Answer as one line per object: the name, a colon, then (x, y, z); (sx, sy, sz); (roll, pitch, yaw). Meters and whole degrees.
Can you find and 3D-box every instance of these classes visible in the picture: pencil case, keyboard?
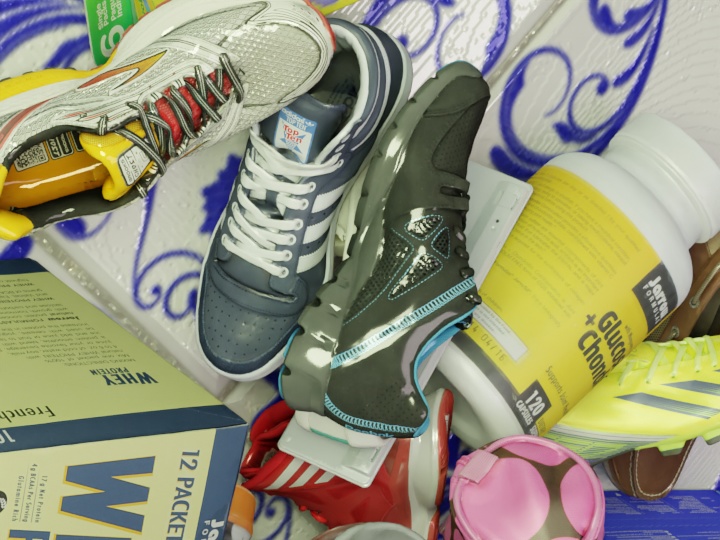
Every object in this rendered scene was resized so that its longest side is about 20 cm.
pencil case: (0.086, 0.149, 1.627); (0.091, 0.094, 0.200); (-40, 167, -13)
keyboard: (0.025, 0.024, 1.583); (0.200, 0.056, 0.011); (-60, 156, -21)

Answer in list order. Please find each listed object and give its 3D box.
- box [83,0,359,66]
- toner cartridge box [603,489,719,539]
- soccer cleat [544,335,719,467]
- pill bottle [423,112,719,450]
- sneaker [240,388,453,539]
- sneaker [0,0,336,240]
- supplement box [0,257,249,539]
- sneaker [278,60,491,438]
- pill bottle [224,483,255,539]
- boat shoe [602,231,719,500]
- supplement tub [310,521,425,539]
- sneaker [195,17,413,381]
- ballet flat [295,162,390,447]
box: (-0.051, -0.177, 1.448); (0.200, 0.048, 0.118); (-25, 128, -26)
toner cartridge box: (0.181, 0.176, 1.814); (0.200, 0.095, 0.043); (3, 112, -41)
soccer cleat: (0.164, 0.067, 1.712); (0.200, 0.065, 0.084); (-21, 102, 5)
pill bottle: (0.116, 0.005, 1.647); (0.200, 0.112, 0.112); (-43, 134, -13)
sneaker: (-0.010, 0.121, 1.650); (0.115, 0.078, 0.200); (8, 143, 1)
sneaker: (-0.102, -0.068, 1.393); (0.200, 0.082, 0.078); (-26, 124, 1)
supplement box: (-0.196, 0.098, 1.368); (0.200, 0.200, 0.134); (-5, 116, -39)
sneaker: (0.031, -0.009, 1.493); (0.073, 0.082, 0.200); (60, 52, -79)
pill bottle: (-0.104, 0.208, 1.537); (0.106, 0.106, 0.200); (31, 60, -46)
boat shoe: (0.199, 0.055, 1.776); (0.076, 0.072, 0.200); (-7, 118, -38)
supplement tub: (-0.002, 0.205, 1.605); (0.107, 0.107, 0.200); (-35, 165, -21)
sneaker: (-0.040, -0.039, 1.489); (0.200, 0.070, 0.108); (-65, 169, 1)
ballet flat: (0.000, 0.000, 1.563); (0.069, 0.069, 0.200); (37, 54, -46)
